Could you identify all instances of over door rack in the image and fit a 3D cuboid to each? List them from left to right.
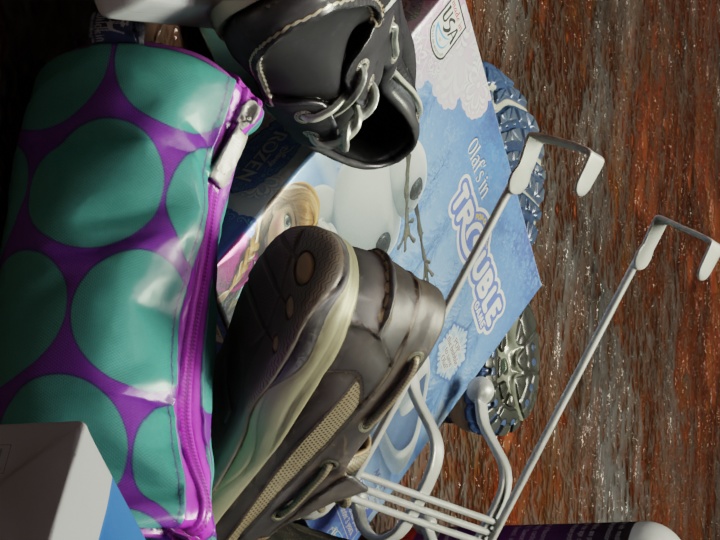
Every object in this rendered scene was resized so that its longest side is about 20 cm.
[{"bbox_3d":[0.055,0.033,1.073,0.200,0.067,0.148,-53,147,8],"label":"over door rack"}]

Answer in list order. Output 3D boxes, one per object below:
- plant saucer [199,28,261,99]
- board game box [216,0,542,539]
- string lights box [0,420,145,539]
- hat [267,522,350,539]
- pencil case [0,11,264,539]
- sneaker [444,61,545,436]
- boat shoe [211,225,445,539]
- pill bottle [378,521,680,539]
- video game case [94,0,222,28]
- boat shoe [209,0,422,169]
[{"bbox_3d":[-0.013,-0.152,1.125,0.200,0.036,0.201,23,62,-53],"label":"plant saucer"},{"bbox_3d":[0.000,0.000,1.095,0.199,0.043,0.200,-53,142,-31],"label":"board game box"},{"bbox_3d":[-0.105,0.132,0.756,0.200,0.102,0.059,68,24,-44],"label":"string lights box"},{"bbox_3d":[0.010,0.180,1.001,0.081,0.200,0.201,-58,164,7],"label":"hat"},{"bbox_3d":[-0.084,0.015,0.858,0.085,0.092,0.201,43,45,-54],"label":"pencil case"},{"bbox_3d":[0.045,-0.013,1.301,0.077,0.085,0.201,10,82,-57],"label":"sneaker"},{"bbox_3d":[-0.029,0.068,0.907,0.200,0.073,0.075,125,-28,-42],"label":"boat shoe"},{"bbox_3d":[0.100,0.186,1.239,0.112,0.199,0.113,-4,90,-72],"label":"pill bottle"},{"bbox_3d":[-0.090,-0.177,0.889,0.200,0.023,0.183,-19,88,-77],"label":"video game case"},{"bbox_3d":[-0.006,-0.078,0.922,0.063,0.072,0.200,64,4,7],"label":"boat shoe"}]
